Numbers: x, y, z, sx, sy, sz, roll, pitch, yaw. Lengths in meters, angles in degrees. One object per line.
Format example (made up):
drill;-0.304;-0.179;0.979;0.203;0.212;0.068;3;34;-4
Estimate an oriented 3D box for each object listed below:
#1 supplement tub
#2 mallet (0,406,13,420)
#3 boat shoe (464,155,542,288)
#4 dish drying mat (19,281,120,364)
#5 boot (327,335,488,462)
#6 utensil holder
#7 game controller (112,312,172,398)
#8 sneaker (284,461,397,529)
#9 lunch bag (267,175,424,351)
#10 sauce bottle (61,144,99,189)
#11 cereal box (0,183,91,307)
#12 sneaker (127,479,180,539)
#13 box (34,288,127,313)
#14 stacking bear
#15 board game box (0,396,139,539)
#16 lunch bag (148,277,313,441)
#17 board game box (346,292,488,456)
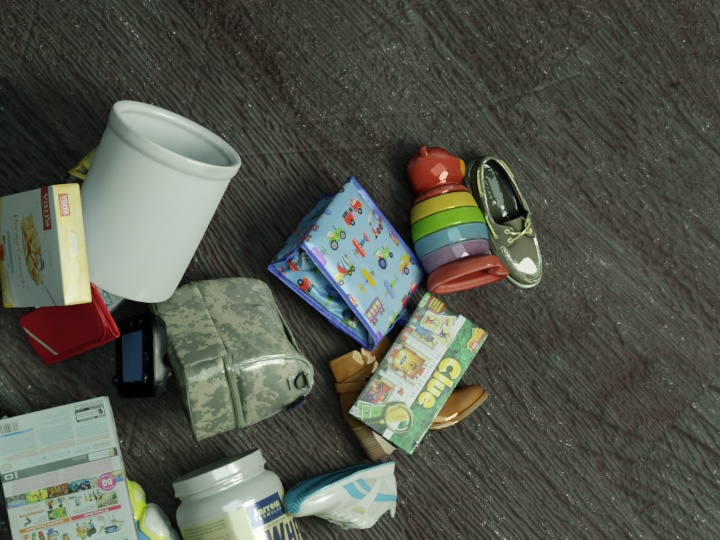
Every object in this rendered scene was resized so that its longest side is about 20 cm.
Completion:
supplement tub;-0.153;0.346;1.619;0.145;0.145;0.200;-20;89;-13
mallet;-0.432;0.268;1.602;0.066;0.041;0.200;-36;76;-11
boat shoe;0.209;-0.070;1.783;0.072;0.060;0.202;-24;89;-13
dish drying mat;-0.372;0.071;1.581;0.018;0.200;0.077;-31;97;-40
boot;0.064;0.157;1.730;0.200;0.077;0.155;-24;85;-6
utensil holder;-0.266;-0.084;1.555;0.170;0.170;0.200;25;107;-8
game controller;-0.283;0.110;1.593;0.042;0.200;0.104;-9;88;-25
sneaker;-0.018;0.305;1.648;0.200;0.076;0.081;-4;85;-49
lunch bag;0.000;0.000;1.703;0.200;0.094;0.151;45;51;-13
sauce bottle;-0.345;-0.119;1.632;0.066;0.066;0.200;46;77;-4
cereal box;-0.396;-0.027;1.538;0.039;0.200;0.144;-7;91;-36
sneaker;-0.317;0.330;1.627;0.105;0.076;0.200;-38;77;-3
box;-0.363;-0.021;1.670;0.200;0.041;0.156;-43;93;-12
stacking bear;0.121;-0.078;1.745;0.114;0.121;0.200;-17;77;11
board game box;-0.366;0.273;1.558;0.147;0.064;0.200;-12;72;-11
lunch bag;-0.166;0.105;1.614;0.168;0.200;0.139;-18;132;-12
board game box;0.078;0.139;1.688;0.105;0.023;0.200;34;76;-1
